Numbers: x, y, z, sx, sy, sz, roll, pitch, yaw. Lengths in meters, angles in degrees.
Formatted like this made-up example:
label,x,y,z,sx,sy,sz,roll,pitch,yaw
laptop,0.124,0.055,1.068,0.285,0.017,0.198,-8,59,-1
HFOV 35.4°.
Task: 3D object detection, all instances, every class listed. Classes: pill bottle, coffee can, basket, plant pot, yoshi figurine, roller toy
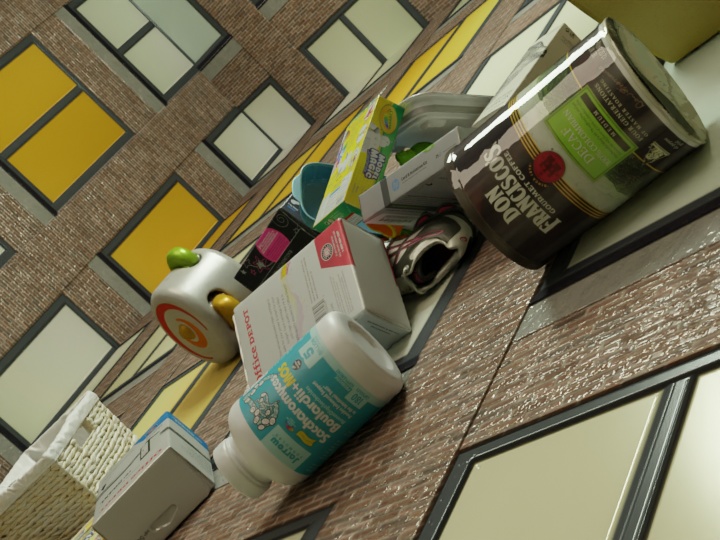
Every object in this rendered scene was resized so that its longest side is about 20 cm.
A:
label,x,y,z,sx,sy,sz,roll,pitch,yaw
pill bottle,-0.060,0.145,1.171,0.200,0.111,0.111,-45,12,9
coffee can,0.200,-0.117,1.064,0.200,0.146,0.146,-40,13,26
basket,-0.463,0.340,1.789,0.200,0.161,0.198,-40,13,22
plant pot,0.353,-0.357,1.267,0.200,0.176,0.200,-35,15,38
yoshi figurine,0.075,-0.110,1.582,0.200,0.112,0.112,-49,5,-29
roller toy,-0.267,0.068,1.980,0.140,0.200,0.183,-52,-22,-31

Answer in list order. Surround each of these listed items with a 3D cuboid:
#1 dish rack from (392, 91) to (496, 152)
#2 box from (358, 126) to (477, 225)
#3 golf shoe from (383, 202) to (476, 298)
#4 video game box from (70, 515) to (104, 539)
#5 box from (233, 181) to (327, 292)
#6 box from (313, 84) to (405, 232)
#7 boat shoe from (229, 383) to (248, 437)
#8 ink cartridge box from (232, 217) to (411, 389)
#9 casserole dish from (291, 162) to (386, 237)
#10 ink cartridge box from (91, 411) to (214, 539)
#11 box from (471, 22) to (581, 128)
label,x,y,z,sx,sy,sz,roll,pitch,yaw
dish rack,0.128,-0.208,1.636,0.200,0.044,0.172,-3,-12,-28
box,0.116,-0.108,1.359,0.156,0.041,0.200,0,-19,-36
golf shoe,0.052,-0.002,1.371,0.200,0.077,0.088,-40,19,25
video game box,-0.406,0.429,1.578,0.200,0.047,0.182,-46,14,-2
box,-0.084,-0.035,1.734,0.115,0.132,0.200,-55,3,-42
box,0.001,-0.152,1.564,0.117,0.048,0.200,-35,36,61
boat shoe,-0.116,0.150,1.441,0.065,0.074,0.200,-31,17,37
ink cartridge box,-0.050,0.058,1.349,0.200,0.086,0.148,-40,47,29
casserole dish,-0.008,-0.092,1.644,0.039,0.200,0.121,119,155,-46
ink cartridge box,-0.277,0.286,1.512,0.146,0.084,0.200,-46,11,-4
box,0.240,-0.249,1.560,0.082,0.068,0.200,-30,19,53
